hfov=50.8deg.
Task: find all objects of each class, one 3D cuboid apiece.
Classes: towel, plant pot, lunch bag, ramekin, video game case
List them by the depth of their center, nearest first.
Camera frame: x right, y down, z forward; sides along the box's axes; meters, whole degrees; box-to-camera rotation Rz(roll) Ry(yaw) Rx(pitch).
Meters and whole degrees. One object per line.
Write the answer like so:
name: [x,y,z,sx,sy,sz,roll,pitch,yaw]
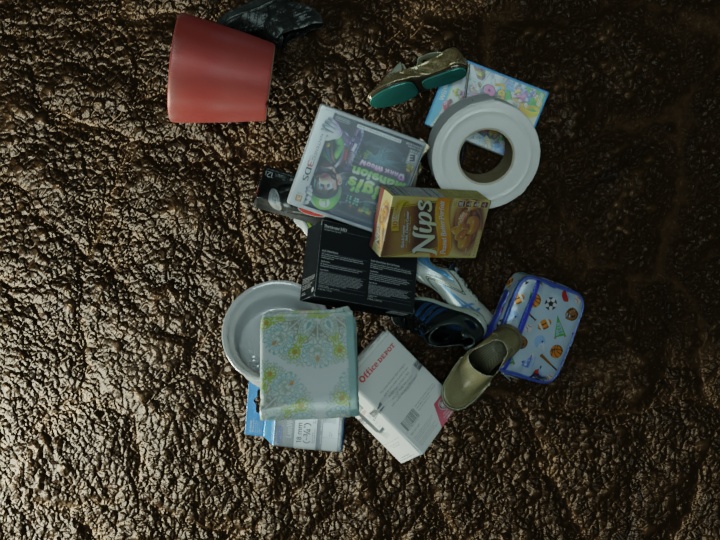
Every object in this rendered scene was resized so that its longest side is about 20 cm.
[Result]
towel: [-0.089,0.161,1.323,0.171,0.048,0.201,-4,64,1]
video game case: [-0.007,-0.172,1.332,0.199,0.023,0.182,18,101,-12]
plant pot: [-0.252,-0.359,1.395,0.177,0.200,0.201,8,93,-8]
lunch bag: [0.315,0.111,1.414,0.160,0.076,0.201,19,94,-17]
ramekin: [-0.152,0.128,1.416,0.200,0.098,0.201,0,64,0]
video game case: [0.240,-0.309,1.449,0.199,0.018,0.144,22,94,2]

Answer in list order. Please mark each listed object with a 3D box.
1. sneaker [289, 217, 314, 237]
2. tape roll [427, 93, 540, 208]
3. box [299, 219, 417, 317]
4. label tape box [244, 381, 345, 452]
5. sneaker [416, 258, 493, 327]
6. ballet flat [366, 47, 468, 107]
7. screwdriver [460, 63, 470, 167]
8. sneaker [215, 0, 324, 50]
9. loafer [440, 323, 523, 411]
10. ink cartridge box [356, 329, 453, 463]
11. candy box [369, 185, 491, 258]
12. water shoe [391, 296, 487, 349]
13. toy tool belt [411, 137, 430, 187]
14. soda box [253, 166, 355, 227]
sneaker: [-0.072,-0.090,1.450,0.081,0.074,0.200,-42,92,0]
tape roll: [0.225,-0.218,1.396,0.202,0.071,0.203,-1,112,-2]
box: [0.000,0.000,1.390,0.199,0.079,0.142,12,77,-23]
label tape box: [-0.127,0.267,1.469,0.199,0.063,0.145,5,92,2]
sneaker: [0.182,0.035,1.439,0.200,0.072,0.073,39,100,0]
ballet flat: [0.104,-0.367,1.433,0.199,0.071,0.065,-16,68,11]
screwdriver: [0.187,-0.284,1.421,0.029,0.028,0.201,-6,112,-17]
sneaker: [-0.178,-0.463,1.443,0.199,0.060,0.104,-29,86,0]
loafer: [0.207,0.176,1.358,0.076,0.067,0.200,42,111,19]
ink cartridge box: [0.062,0.234,1.415,0.200,0.085,0.146,46,52,-1]
candy box: [0.123,-0.084,1.346,0.199,0.055,0.116,0,115,-25]
water shoe: [0.132,0.098,1.402,0.200,0.079,0.072,3,119,35]
toy tool belt: [0.021,-0.214,1.405,0.199,0.125,0.123,21,114,8]
soda box: [-0.091,-0.126,1.387,0.199,0.071,0.064,15,76,-11]
